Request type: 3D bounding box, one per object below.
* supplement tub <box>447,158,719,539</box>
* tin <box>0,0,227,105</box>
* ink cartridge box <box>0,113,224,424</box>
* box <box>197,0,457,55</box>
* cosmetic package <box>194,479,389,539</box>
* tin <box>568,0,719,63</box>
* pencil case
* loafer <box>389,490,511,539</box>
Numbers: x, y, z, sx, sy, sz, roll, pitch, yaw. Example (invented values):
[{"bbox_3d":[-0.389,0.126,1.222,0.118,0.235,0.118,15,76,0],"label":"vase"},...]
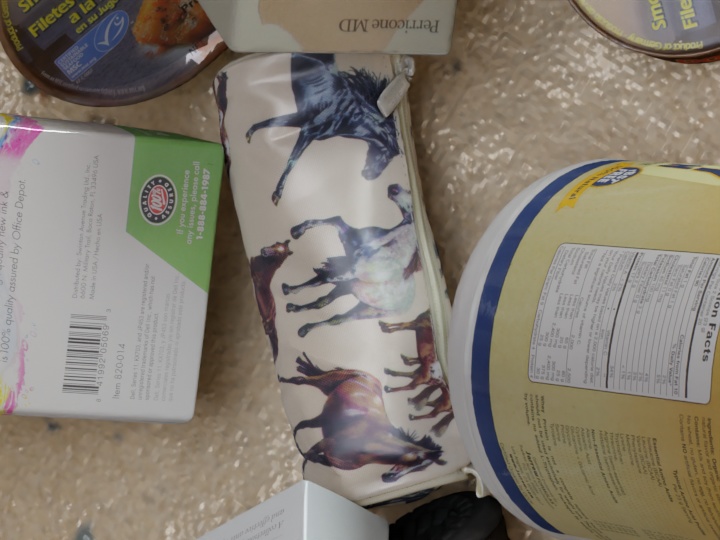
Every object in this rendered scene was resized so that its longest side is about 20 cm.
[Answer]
[{"bbox_3d":[0.143,0.036,0.937,0.199,0.144,0.146,6,88,49],"label":"supplement tub"},{"bbox_3d":[-0.065,-0.152,1.067,0.200,0.112,0.042,-39,46,2],"label":"tin"},{"bbox_3d":[-0.163,-0.005,1.067,0.198,0.067,0.118,5,96,-22],"label":"ink cartridge box"},{"bbox_3d":[-0.005,-0.186,0.990,0.094,0.078,0.201,-2,116,-16],"label":"box"},{"bbox_3d":[-0.073,0.189,1.028,0.199,0.051,0.152,-32,45,36],"label":"cosmetic package"},{"bbox_3d":[0.118,-0.179,1.055,0.111,0.042,0.202,-16,80,15],"label":"tin"},{"bbox_3d":[0.000,0.000,1.065,0.089,0.078,0.202,-21,78,38],"label":"pencil case"},{"bbox_3d":[0.003,0.175,1.065,0.071,0.073,0.200,36,102,-9],"label":"loafer"}]
